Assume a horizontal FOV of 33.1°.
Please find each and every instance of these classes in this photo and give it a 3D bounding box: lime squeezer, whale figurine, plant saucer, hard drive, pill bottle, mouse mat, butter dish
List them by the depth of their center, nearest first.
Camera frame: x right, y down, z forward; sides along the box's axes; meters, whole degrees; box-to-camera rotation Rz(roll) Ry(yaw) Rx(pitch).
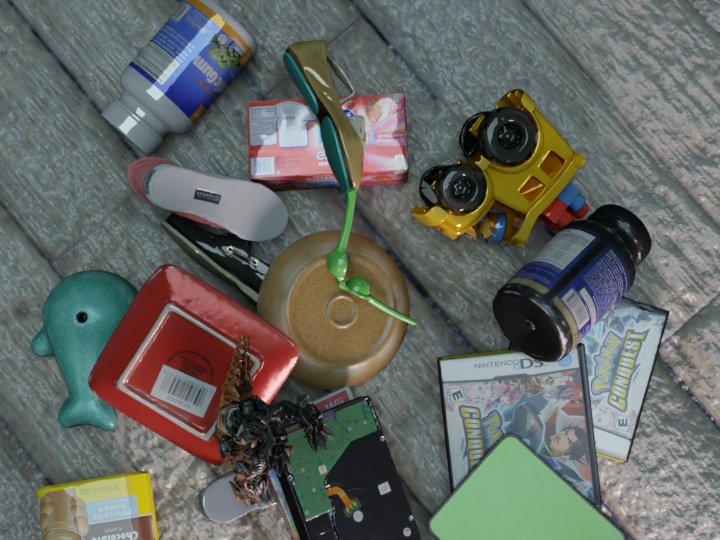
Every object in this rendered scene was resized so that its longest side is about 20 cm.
[{"bbox_3d":[-0.020,0.267,1.460,0.140,0.038,0.200,-20,90,-26],"label":"hard drive"},{"bbox_3d":[0.201,0.317,1.463,0.200,0.008,0.161,42,90,3],"label":"mouse mat"},{"bbox_3d":[0.261,0.010,1.465,0.112,0.112,0.200,46,63,6],"label":"pill bottle"},{"bbox_3d":[-0.195,0.097,1.471,0.200,0.148,0.200,32,107,-8],"label":"butter dish"},{"bbox_3d":[0.000,0.000,1.472,0.071,0.038,0.200,-35,116,-19],"label":"lime squeezer"},{"bbox_3d":[-0.027,0.049,1.506,0.200,0.035,0.201,0,91,-18],"label":"plant saucer"},{"bbox_3d":[-0.337,0.098,1.510,0.159,0.104,0.200,5,84,2],"label":"whale figurine"},{"bbox_3d":[-0.234,-0.246,1.543,0.112,0.112,0.200,40,86,6],"label":"pill bottle"}]

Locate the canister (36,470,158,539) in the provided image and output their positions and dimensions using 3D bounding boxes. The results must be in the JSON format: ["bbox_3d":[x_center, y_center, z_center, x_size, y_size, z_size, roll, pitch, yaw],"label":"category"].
[{"bbox_3d":[-0.316,0.356,1.489,0.148,0.087,0.200,-9,82,0],"label":"canister"}]

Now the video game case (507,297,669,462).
[{"bbox_3d":[0.275,0.121,1.527,0.180,0.026,0.200,17,84,4],"label":"video game case"}]

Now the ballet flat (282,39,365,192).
[{"bbox_3d":[-0.028,-0.191,1.460,0.063,0.069,0.200,-22,83,-15],"label":"ballet flat"}]

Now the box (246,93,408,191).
[{"bbox_3d":[-0.040,-0.161,1.535,0.200,0.095,0.103,-4,83,1],"label":"box"}]

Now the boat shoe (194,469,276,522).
[{"bbox_3d":[-0.113,0.260,1.500,0.200,0.070,0.071,-20,90,-26],"label":"boat shoe"}]

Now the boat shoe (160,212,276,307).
[{"bbox_3d":[-0.162,-0.014,1.535,0.201,0.074,0.063,35,80,2],"label":"boat shoe"}]

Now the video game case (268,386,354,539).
[{"bbox_3d":[-0.038,0.261,1.484,0.143,0.017,0.200,-23,90,-26],"label":"video game case"}]

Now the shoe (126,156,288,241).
[{"bbox_3d":[-0.190,-0.094,1.505,0.200,0.091,0.072,16,96,-35],"label":"shoe"}]

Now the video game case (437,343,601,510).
[{"bbox_3d":[0.194,0.198,1.488,0.180,0.026,0.200,-6,89,3],"label":"video game case"}]

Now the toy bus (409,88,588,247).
[{"bbox_3d":[0.187,-0.096,1.515,0.192,0.136,0.200,41,88,-10],"label":"toy bus"}]

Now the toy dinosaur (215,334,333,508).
[{"bbox_3d":[-0.122,0.179,1.372,0.136,0.200,0.102,5,39,39],"label":"toy dinosaur"}]
